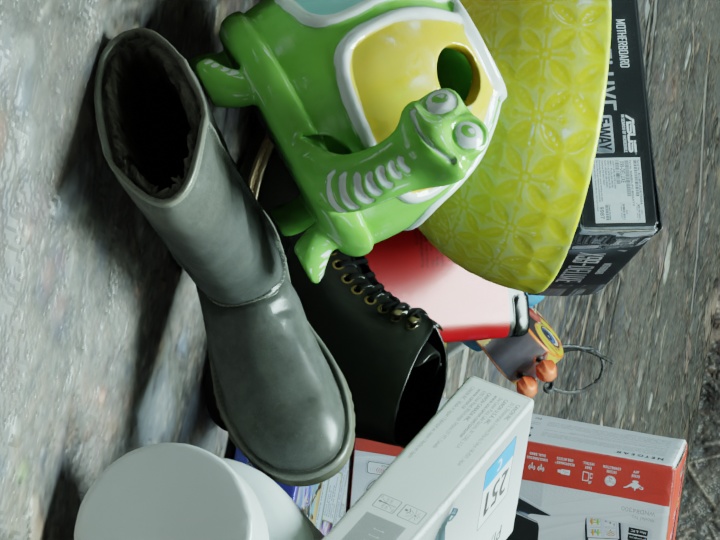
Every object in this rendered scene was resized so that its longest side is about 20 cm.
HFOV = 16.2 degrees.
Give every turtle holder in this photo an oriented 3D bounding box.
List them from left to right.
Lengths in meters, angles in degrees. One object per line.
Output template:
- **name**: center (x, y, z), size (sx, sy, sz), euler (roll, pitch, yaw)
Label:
- **turtle holder**: center (-0.001, -0.086, 1.249), size (0.141, 0.132, 0.186), euler (61, -2, 6)

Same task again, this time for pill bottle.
- **pill bottle**: center (-0.075, 0.157, 1.290), size (0.200, 0.114, 0.114), euler (60, 42, -67)

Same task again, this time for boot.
- **boot**: center (-0.064, -0.002, 1.238), size (0.200, 0.073, 0.182), euler (80, -15, -66)
- **boot**: center (0.000, 0.000, 1.396), size (0.077, 0.138, 0.200), euler (8, 89, -52)

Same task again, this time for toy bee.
- **toy bee**: center (0.100, 0.030, 1.698), size (0.109, 0.200, 0.131), euler (-101, -146, -63)

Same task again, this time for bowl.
- **bowl**: center (0.059, -0.091, 1.392), size (0.200, 0.108, 0.200), euler (-172, -90, -82)

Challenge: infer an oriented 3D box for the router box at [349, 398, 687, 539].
- **router box**: center (0.093, 0.178, 1.574), size (0.049, 0.200, 0.180), euler (-46, 143, -67)

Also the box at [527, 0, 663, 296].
- **box**: center (0.130, -0.098, 1.525), size (0.158, 0.050, 0.200), euler (117, -30, -73)

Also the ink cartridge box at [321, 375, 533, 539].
- **ink cartridge box**: center (0.020, 0.176, 1.324), size (0.200, 0.045, 0.176), euler (-43, 148, -50)

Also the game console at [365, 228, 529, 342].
- **game console**: center (0.041, -0.056, 1.542), size (0.119, 0.172, 0.200), euler (172, -87, -66)

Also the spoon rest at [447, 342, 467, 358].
- **spoon rest**: center (0.065, 0.040, 1.794), size (0.061, 0.099, 0.200), euler (19, 92, -56)

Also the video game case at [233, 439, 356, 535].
- **video game case**: center (-0.032, 0.111, 1.546), size (0.181, 0.045, 0.200), euler (40, 60, -74)
